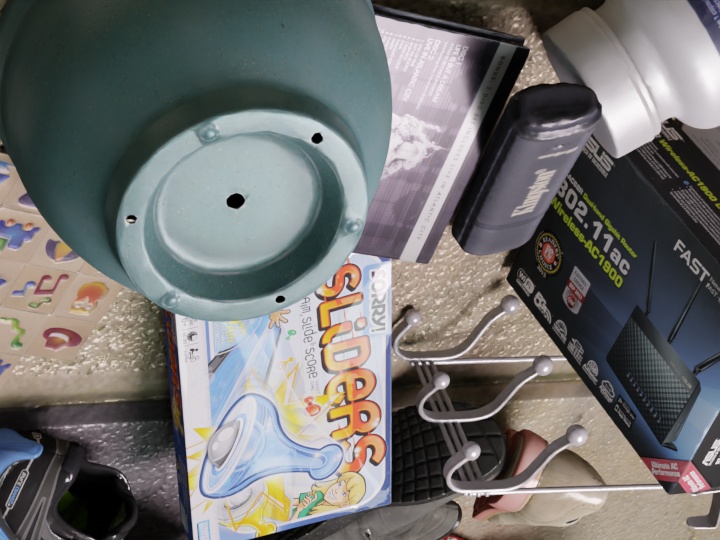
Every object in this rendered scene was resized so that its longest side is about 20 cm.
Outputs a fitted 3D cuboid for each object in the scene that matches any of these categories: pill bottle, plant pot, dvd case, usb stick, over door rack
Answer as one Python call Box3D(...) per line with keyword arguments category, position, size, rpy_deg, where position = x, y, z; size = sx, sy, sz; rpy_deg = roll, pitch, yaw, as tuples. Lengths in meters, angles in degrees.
Box3D(category="pill bottle", position=(0.206, -0.150, 0.925), size=(0.200, 0.111, 0.111), rpy_deg=(-32, 142, 1))
Box3D(category="plant pot", position=(-0.070, -0.061, 0.792), size=(0.199, 0.134, 0.201), rpy_deg=(-10, 130, -12))
Box3D(category="dvd case", position=(-0.023, -0.078, 0.895), size=(0.199, 0.016, 0.149), rpy_deg=(8, 123, -26))
Box3D(category="usb stick", position=(0.093, -0.055, 0.958), size=(0.055, 0.033, 0.200), rpy_deg=(-6, 162, -9))
Box3D(category="over door rack", position=(0.131, 0.086, 1.075), size=(0.199, 0.148, 0.067), rpy_deg=(10, 122, -22))

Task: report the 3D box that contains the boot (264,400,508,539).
Box3D(category="boot", position=(0.037, 0.156, 1.174), size=(0.199, 0.068, 0.131), rpy_deg=(-24, 150, 26))

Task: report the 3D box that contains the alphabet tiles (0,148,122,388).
Box3D(category="alphabet tiles", position=(-0.217, 0.001, 0.895), size=(0.199, 0.008, 0.167), rpy_deg=(12, 125, -42))

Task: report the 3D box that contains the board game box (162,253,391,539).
Box3D(category="board game box", position=(-0.048, 0.071, 1.014), size=(0.135, 0.034, 0.201), rpy_deg=(-12, 123, -17))

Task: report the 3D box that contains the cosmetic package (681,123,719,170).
Box3D(category="cosmetic package", position=(0.257, -0.025, 1.118), size=(0.107, 0.085, 0.201), rpy_deg=(-16, 139, -24))

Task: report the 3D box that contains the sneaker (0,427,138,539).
Box3D(category="sneaker", position=(-0.175, 0.169, 1.040), size=(0.082, 0.071, 0.200), rpy_deg=(0, 142, 14))

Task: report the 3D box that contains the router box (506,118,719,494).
Box3D(category="router box", position=(0.183, 0.013, 1.013), size=(0.062, 0.200, 0.150), rpy_deg=(-10, 137, -31))

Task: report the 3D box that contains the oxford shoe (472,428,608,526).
Box3D(category="oxford shoe", position=(0.126, 0.157, 1.177), size=(0.200, 0.074, 0.071), rpy_deg=(107, 5, -85))

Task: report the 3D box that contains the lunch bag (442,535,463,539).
Box3D(category="lunch bag", position=(0.081, 0.294, 1.355), size=(0.176, 0.082, 0.200), rpy_deg=(-42, 140, 13))
